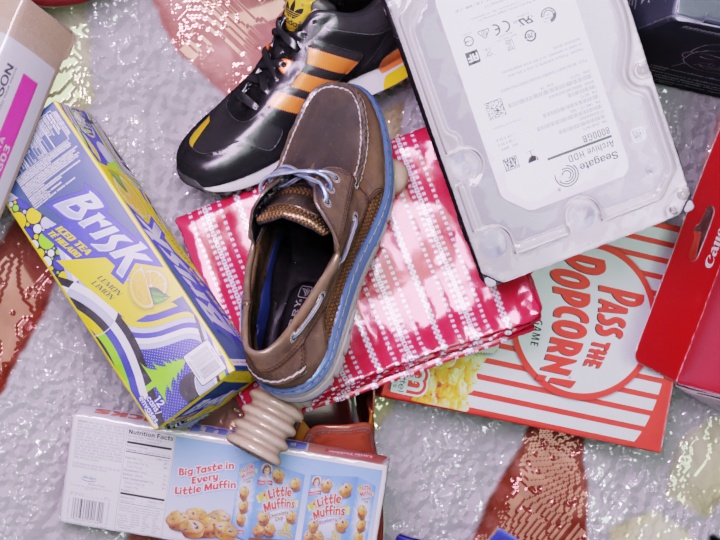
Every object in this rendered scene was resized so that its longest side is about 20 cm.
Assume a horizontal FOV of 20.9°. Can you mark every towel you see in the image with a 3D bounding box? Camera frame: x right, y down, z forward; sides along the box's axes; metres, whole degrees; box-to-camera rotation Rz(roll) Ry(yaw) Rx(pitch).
[{"bbox_3d":[0.000,0.000,1.217,0.199,0.022,0.146,-20,85,-2],"label":"towel"}]

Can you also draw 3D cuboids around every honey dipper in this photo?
[{"bbox_3d":[-0.019,0.022,1.188,0.038,0.038,0.201,30,82,-11],"label":"honey dipper"}]

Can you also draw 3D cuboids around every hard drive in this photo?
[{"bbox_3d":[0.104,-0.106,1.169,0.139,0.038,0.201,-20,103,-1],"label":"hard drive"}]

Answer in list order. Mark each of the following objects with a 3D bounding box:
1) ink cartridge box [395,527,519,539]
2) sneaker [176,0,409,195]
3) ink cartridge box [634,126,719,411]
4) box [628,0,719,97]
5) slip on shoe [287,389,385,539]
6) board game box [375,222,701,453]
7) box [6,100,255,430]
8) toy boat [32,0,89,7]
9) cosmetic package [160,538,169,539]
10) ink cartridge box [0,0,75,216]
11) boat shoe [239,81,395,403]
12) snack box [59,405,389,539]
[{"bbox_3d":[0.053,0.263,1.259,0.136,0.076,0.201,32,80,-11],"label":"ink cartridge box"},{"bbox_3d":[-0.043,-0.132,1.230,0.200,0.070,0.090,-36,134,-17],"label":"sneaker"},{"bbox_3d":[0.295,0.006,1.293,0.175,0.084,0.201,25,82,-33],"label":"ink cartridge box"},{"bbox_3d":[0.237,-0.182,1.252,0.147,0.200,0.108,11,86,-14],"label":"box"},{"bbox_3d":[-0.019,0.110,1.251,0.073,0.061,0.202,-4,89,-15],"label":"slip on shoe"},{"bbox_3d":[0.115,0.027,1.294,0.198,0.046,0.153,12,86,-14],"label":"board game box"},{"bbox_3d":[-0.144,-0.002,1.186,0.064,0.070,0.201,-35,80,8],"label":"box"},{"bbox_3d":[-0.187,-0.263,1.184,0.129,0.131,0.202,1,88,-13],"label":"toy boat"},{"bbox_3d":[-0.079,0.227,1.164,0.090,0.200,0.108,13,88,-11],"label":"cosmetic package"},{"bbox_3d":[-0.284,-0.083,1.151,0.164,0.075,0.201,18,83,18],"label":"ink cartridge box"},{"bbox_3d":[-0.027,-0.027,1.150,0.072,0.072,0.202,1,70,19],"label":"boat shoe"},{"bbox_3d":[-0.085,0.137,1.221,0.198,0.024,0.072,9,101,1],"label":"snack box"}]
